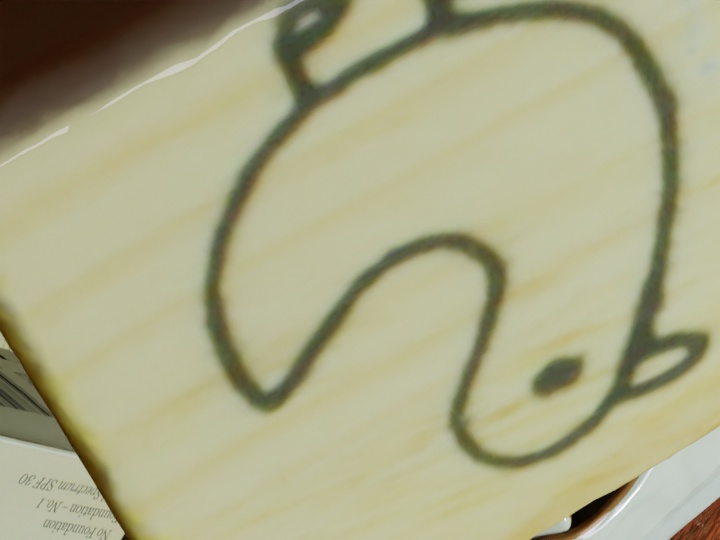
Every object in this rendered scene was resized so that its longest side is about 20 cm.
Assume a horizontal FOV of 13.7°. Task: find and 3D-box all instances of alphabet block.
[{"bbox_3d":[-0.007,-0.063,0.674,0.199,0.197,0.196,-30,135,-4],"label":"alphabet block"}]

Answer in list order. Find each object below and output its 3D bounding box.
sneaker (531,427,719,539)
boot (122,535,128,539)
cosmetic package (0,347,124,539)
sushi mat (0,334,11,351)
[{"bbox_3d":[0.049,0.093,1.018,0.084,0.073,0.200,14,119,-48],"label":"sneaker"},{"bbox_3d":[-0.060,0.095,0.991,0.200,0.076,0.074,-39,163,-3],"label":"boot"},{"bbox_3d":[-0.154,0.115,0.827,0.103,0.073,0.201,17,105,-57],"label":"cosmetic package"},{"bbox_3d":[-0.100,0.016,0.890,0.096,0.012,0.201,-13,129,-53],"label":"sushi mat"}]
